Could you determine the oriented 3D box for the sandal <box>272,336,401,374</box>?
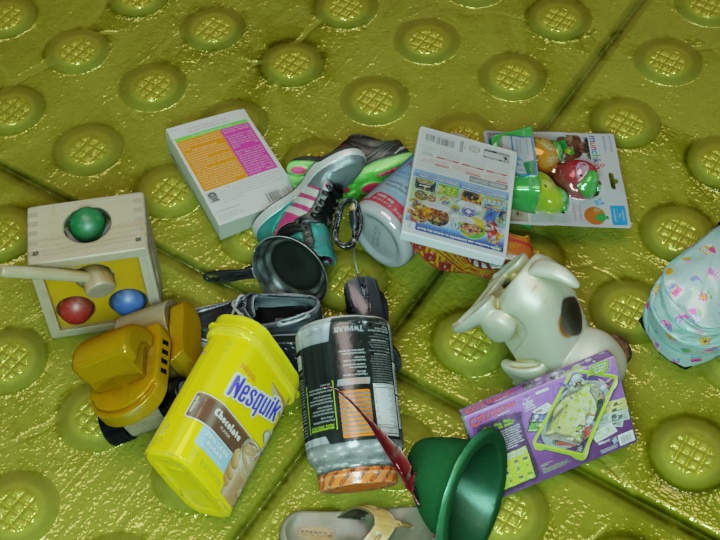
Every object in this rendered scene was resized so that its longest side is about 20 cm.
[{"bbox_3d":[-0.044,0.105,1.719,0.197,0.076,0.048,1,24,4],"label":"sandal"}]

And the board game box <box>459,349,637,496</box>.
[{"bbox_3d":[0.229,0.188,1.599,0.198,0.121,0.032,-21,22,-6],"label":"board game box"}]

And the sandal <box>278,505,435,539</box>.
[{"bbox_3d":[0.000,0.308,1.560,0.197,0.054,0.081,1,51,3],"label":"sandal"}]

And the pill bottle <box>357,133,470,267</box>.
[{"bbox_3d":[0.087,-0.103,1.853,0.108,0.109,0.200,33,60,25],"label":"pill bottle"}]

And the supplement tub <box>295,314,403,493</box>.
[{"bbox_3d":[-0.012,0.164,1.604,0.121,0.123,0.203,-5,75,-2],"label":"supplement tub"}]

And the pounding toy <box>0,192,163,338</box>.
[{"bbox_3d":[-0.362,-0.002,1.728,0.181,0.201,0.143,-8,51,-5],"label":"pounding toy"}]

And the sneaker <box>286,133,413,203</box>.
[{"bbox_3d":[-0.016,-0.152,1.925,0.197,0.077,0.084,-6,43,-19],"label":"sneaker"}]

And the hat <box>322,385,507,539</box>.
[{"bbox_3d":[0.062,0.234,1.553,0.174,0.203,0.165,15,18,29],"label":"hat"}]

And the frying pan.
[{"bbox_3d":[-0.119,0.013,1.800,0.115,0.189,0.031,53,41,-13],"label":"frying pan"}]

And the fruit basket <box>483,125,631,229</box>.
[{"bbox_3d":[0.279,-0.138,1.886,0.197,0.094,0.187,-1,51,1],"label":"fruit basket"}]

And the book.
[{"bbox_3d":[-0.188,-0.148,1.942,0.132,0.048,0.201,-21,55,-18],"label":"book"}]

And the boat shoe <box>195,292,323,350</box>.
[{"bbox_3d":[-0.148,0.061,1.755,0.197,0.068,0.072,0,51,3],"label":"boat shoe"}]

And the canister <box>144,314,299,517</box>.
[{"bbox_3d":[-0.166,0.179,1.608,0.086,0.149,0.201,3,51,34],"label":"canister"}]

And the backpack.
[{"bbox_3d":[0.459,0.030,1.726,0.199,0.127,0.167,-33,60,-19],"label":"backpack"}]

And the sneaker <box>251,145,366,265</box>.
[{"bbox_3d":[-0.054,-0.071,1.815,0.200,0.083,0.121,-41,57,18],"label":"sneaker"}]

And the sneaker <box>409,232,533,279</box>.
[{"bbox_3d":[0.147,-0.038,1.800,0.198,0.073,0.078,18,46,-26],"label":"sneaker"}]

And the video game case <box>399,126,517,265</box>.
[{"bbox_3d":[0.134,-0.103,1.768,0.141,0.018,0.202,15,49,-3],"label":"video game case"}]

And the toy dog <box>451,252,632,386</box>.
[{"bbox_3d":[0.252,0.077,1.667,0.200,0.194,0.140,46,44,-5],"label":"toy dog"}]

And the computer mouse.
[{"bbox_3d":[0.000,0.000,1.763,0.058,0.034,0.203,-10,83,-13],"label":"computer mouse"}]

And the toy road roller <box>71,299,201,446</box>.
[{"bbox_3d":[-0.284,0.106,1.655,0.122,0.146,0.202,-19,45,16],"label":"toy road roller"}]
